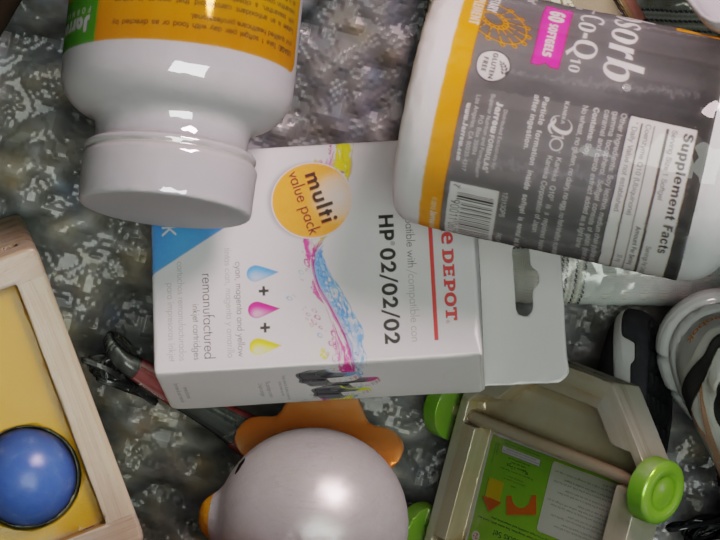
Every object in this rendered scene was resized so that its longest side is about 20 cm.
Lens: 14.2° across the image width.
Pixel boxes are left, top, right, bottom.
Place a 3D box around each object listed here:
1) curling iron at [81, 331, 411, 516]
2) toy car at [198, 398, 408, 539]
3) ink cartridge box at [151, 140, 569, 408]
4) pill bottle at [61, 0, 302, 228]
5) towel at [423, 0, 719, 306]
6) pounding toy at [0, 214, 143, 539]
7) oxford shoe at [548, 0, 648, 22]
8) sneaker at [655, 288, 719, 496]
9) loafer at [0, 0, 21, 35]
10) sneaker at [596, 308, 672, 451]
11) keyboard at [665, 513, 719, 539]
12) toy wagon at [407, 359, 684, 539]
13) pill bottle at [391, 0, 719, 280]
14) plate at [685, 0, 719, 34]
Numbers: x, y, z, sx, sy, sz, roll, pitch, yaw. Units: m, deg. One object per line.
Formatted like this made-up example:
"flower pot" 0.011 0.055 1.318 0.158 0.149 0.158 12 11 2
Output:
"curling iron" -0.055 0.082 1.485 0.200 0.050 0.026 28 95 -20
"toy car" -0.046 0.145 1.413 0.177 0.184 0.200 4 58 5
"ink cartridge box" 0.000 0.000 1.422 0.200 0.068 0.115 -4 72 2
"pill bottle" -0.083 -0.126 1.373 0.111 0.111 0.200 8 79 -12
"towel" 0.120 -0.077 1.489 0.200 0.035 0.193 4 100 -11
"pounding toy" -0.225 0.066 1.396 0.184 0.142 0.200 -21 104 -7
"oxford shoe" 0.108 -0.111 1.440 0.074 0.071 0.200 -19 92 -4
"sneaker" 0.215 0.106 1.474 0.074 0.080 0.200 -34 110 1
"loafer" -0.184 -0.149 1.397 0.071 0.073 0.200 8 99 -10
"sneaker" 0.108 0.116 1.501 0.083 0.072 0.200 9 92 18
"keyboard" 0.233 0.154 1.560 0.200 0.040 0.104 -18 119 -3
"toy wagon" 0.084 0.144 1.465 0.040 0.155 0.200 6 100 -45
"pill bottle" 0.121 -0.059 1.342 0.200 0.116 0.117 12 99 4
"plate" 0.232 -0.170 1.416 0.200 0.200 0.032 -13 121 -8
